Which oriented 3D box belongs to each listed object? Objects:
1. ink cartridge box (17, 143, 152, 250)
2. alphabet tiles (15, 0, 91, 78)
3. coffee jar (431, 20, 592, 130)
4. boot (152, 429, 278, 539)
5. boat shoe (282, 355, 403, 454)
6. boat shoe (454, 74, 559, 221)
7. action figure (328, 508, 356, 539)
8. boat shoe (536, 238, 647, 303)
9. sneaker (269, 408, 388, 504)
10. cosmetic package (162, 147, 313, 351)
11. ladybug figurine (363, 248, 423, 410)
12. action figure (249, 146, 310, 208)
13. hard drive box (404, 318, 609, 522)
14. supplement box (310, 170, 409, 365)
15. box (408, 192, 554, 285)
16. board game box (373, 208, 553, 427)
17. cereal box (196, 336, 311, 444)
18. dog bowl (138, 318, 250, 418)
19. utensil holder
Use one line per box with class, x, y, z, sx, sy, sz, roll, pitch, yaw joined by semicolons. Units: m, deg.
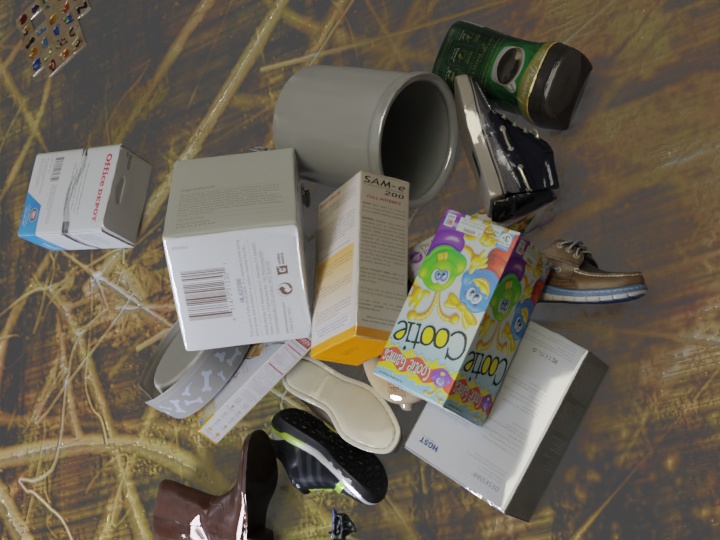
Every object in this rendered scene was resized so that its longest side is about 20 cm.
ink cartridge box;-0.447;-0.115;1.708;0.197;0.083;0.148;-1;71;33
alphabet tiles;-0.570;-0.459;1.970;0.166;0.008;0.202;-37;57;16
coffee jar;0.194;-0.249;1.342;0.198;0.085;0.106;24;91;38
boot;-0.202;0.291;1.383;0.197;0.064;0.191;4;94;37
boat shoe;-0.016;0.175;1.331;0.198;0.060;0.072;28;77;36
boat shoe;0.177;-0.157;1.282;0.091;0.075;0.203;-12;66;-3
action figure;-0.012;0.373;1.228;0.190;0.105;0.204;-14;66;17
boat shoe;0.235;0.001;1.218;0.197;0.072;0.074;0;87;33
sneaker;-0.044;0.251;1.330;0.199;0.071;0.084;31;114;38
cosmetic package;-0.151;-0.031;1.333;0.163;0.170;0.201;-7;33;-1
ladybug figurine;0.068;0.075;1.307;0.134;0.072;0.204;-3;70;31
action figure;-0.140;-0.098;1.516;0.129;0.069;0.202;23;81;44
hard drive box;0.166;0.157;1.209;0.155;0.077;0.202;28;88;37
supplement box;0.000;0.000;1.264;0.126;0.072;0.204;-30;54;59
box;0.144;-0.042;1.276;0.197;0.039;0.042;-27;55;-8
board game box;0.116;0.053;1.170;0.104;0.103;0.203;20;83;36
cereal box;-0.143;0.120;1.409;0.200;0.039;0.144;-46;23;10
dog bowl;-0.220;0.113;1.437;0.199;0.059;0.201;-40;22;20
utensil holder;0.005;-0.184;1.390;0.198;0.169;0.173;16;81;40
